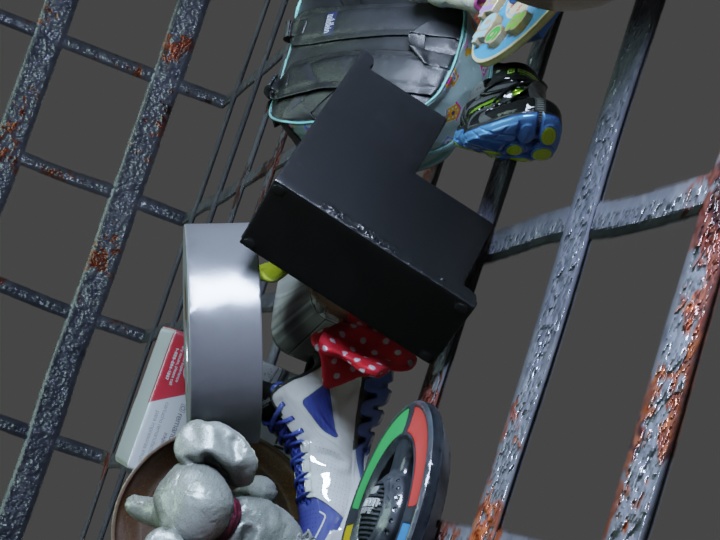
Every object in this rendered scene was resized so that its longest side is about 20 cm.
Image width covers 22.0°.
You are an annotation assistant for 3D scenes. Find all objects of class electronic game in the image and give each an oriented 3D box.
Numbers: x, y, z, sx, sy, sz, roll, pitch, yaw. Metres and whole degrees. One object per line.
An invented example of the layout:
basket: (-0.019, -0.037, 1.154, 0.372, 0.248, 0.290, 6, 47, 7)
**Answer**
electronic game: (0.022, 0.203, 1.516, 0.200, 0.041, 0.201, -160, 90, -78)

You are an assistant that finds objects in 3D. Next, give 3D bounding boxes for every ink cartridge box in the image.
ink cartridge box: (-0.125, 0.158, 1.857, 0.145, 0.199, 0.084, -71, 16, -5)

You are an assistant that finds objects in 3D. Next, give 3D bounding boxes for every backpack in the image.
backpack: (0.032, -0.183, 1.789, 0.199, 0.153, 0.177, -6, 54, 35)

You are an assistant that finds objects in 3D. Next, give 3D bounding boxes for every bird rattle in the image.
bird rattle: (0.000, 0.000, 1.669, 0.163, 0.200, 0.113, -34, -21, -17)

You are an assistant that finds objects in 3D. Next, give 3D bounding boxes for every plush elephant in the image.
plush elephant: (-0.135, 0.227, 1.623, 0.200, 0.155, 0.165, -21, 36, 49)

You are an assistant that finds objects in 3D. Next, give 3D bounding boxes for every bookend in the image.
bookend: (0.030, -0.059, 1.621, 0.092, 0.198, 0.200, -56, 3, 47)

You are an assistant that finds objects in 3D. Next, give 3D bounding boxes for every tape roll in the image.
tape roll: (-0.127, 0.058, 1.684, 0.200, 0.066, 0.202, 178, 90, -83)

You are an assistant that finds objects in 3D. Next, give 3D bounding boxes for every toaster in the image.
toaster: (-0.007, -0.004, 1.809, 0.129, 0.113, 0.201, -35, 36, 62)

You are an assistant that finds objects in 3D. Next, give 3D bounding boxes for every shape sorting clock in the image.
shape sorting clock: (0.159, -0.259, 1.582, 0.200, 0.039, 0.200, -52, 11, 15)

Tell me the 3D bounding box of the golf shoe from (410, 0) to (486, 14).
golf shoe: (0.128, -0.297, 1.736, 0.200, 0.091, 0.076, -42, -34, -33)

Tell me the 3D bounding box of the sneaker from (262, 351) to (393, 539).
sneaker: (-0.049, 0.161, 1.713, 0.081, 0.115, 0.201, 135, 152, -65)

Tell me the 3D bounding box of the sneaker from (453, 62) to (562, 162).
sneaker: (0.122, -0.135, 1.549, 0.200, 0.070, 0.083, -146, 70, -80)

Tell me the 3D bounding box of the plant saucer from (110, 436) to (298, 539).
plant saucer: (-0.139, 0.252, 1.780, 0.037, 0.199, 0.202, 137, 153, -85)

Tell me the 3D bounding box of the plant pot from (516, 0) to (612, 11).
plant pot: (0.160, -0.277, 1.413, 0.135, 0.199, 0.201, 56, -135, -60)
